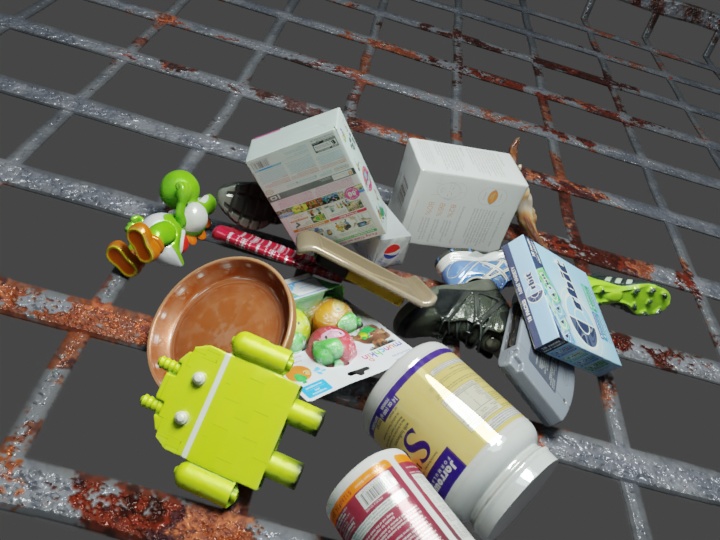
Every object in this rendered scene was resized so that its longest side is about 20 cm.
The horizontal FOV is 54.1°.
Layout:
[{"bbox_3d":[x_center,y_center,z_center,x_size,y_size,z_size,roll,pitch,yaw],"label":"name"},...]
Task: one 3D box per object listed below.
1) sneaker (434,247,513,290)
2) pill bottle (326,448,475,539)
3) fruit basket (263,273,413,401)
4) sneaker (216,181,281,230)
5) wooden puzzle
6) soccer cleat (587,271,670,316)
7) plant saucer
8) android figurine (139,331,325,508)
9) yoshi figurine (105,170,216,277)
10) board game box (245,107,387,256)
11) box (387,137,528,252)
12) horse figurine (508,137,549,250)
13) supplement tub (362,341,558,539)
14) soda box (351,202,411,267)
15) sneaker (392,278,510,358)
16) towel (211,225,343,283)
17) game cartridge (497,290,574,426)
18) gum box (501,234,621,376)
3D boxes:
[{"bbox_3d":[0.221,0.012,1.170,0.197,0.076,0.078,-2,55,-17],"label":"sneaker"},{"bbox_3d":[0.060,0.291,0.718,0.109,0.110,0.200,-15,49,-36],"label":"pill bottle"},{"bbox_3d":[-0.051,0.081,0.925,0.184,0.095,0.199,-16,31,-36],"label":"fruit basket"},{"bbox_3d":[-0.159,-0.109,1.143,0.079,0.076,0.199,33,16,37],"label":"sneaker"},{"bbox_3d":[0.000,0.000,1.005,0.198,0.038,0.185,23,6,-9],"label":"wooden puzzle"},{"bbox_3d":[0.448,0.034,1.234,0.197,0.068,0.081,6,26,-14],"label":"soccer cleat"},{"bbox_3d":[-0.171,0.077,0.877,0.198,0.032,0.202,-10,58,16],"label":"plant saucer"},{"bbox_3d":[-0.145,0.160,0.782,0.198,0.041,0.184,24,79,4],"label":"android figurine"},{"bbox_3d":[-0.291,-0.083,1.042,0.111,0.113,0.200,19,34,13],"label":"yoshi figurine"},{"bbox_3d":[-0.061,-0.126,1.069,0.146,0.201,0.065,-15,39,16],"label":"board game box"},{"bbox_3d":[0.166,-0.130,1.245,0.198,0.153,0.107,6,38,-16],"label":"box"},{"bbox_3d":[0.301,-0.141,1.323,0.049,0.201,0.133,-15,31,16],"label":"horse figurine"},{"bbox_3d":[0.114,0.197,0.826,0.145,0.146,0.200,-22,52,-40],"label":"supplement tub"},{"bbox_3d":[0.004,-0.091,1.204,0.068,0.064,0.201,-9,45,-30],"label":"soda box"},{"bbox_3d":[0.149,0.079,1.041,0.197,0.077,0.115,-8,45,-30],"label":"sneaker"},{"bbox_3d":[-0.115,-0.026,1.049,0.198,0.023,0.145,20,3,1],"label":"towel"},{"bbox_3d":[0.258,0.124,1.014,0.134,0.041,0.200,54,32,-15],"label":"game cartridge"},{"bbox_3d":[0.303,0.055,1.057,0.199,0.044,0.172,23,45,-42],"label":"gum box"}]
